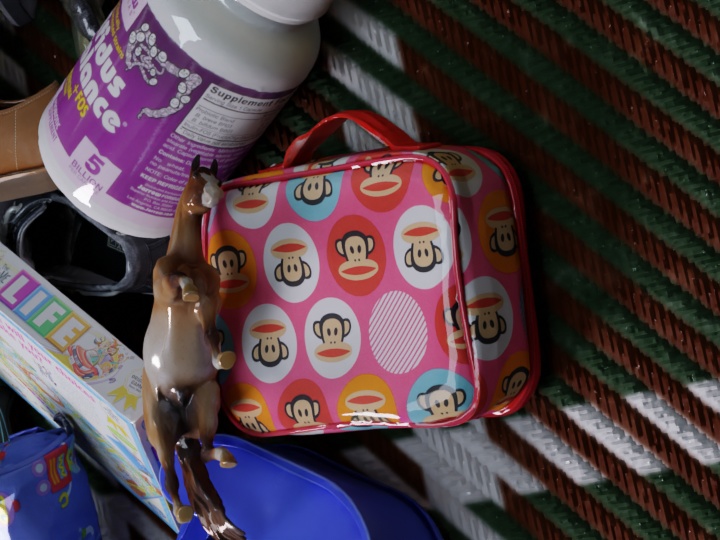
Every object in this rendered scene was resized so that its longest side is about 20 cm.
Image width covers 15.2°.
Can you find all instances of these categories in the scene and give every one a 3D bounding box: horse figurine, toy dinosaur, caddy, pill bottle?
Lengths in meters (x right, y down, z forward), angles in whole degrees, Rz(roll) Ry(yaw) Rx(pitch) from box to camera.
[{"bbox_3d":[-0.092,0.053,1.481,0.133,0.050,0.201,-118,26,-64],"label":"horse figurine"},{"bbox_3d":[-0.161,-0.167,1.622,0.088,0.047,0.201,13,107,53],"label":"toy dinosaur"},{"bbox_3d":[-0.041,0.176,1.545,0.200,0.105,0.142,22,90,36],"label":"caddy"},{"bbox_3d":[-0.092,-0.120,1.526,0.112,0.112,0.200,54,127,20],"label":"pill bottle"}]

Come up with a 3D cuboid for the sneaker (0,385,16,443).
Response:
[{"bbox_3d":[-0.232,0.165,1.712,0.075,0.079,0.201,-20,84,53],"label":"sneaker"}]

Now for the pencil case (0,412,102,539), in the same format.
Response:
[{"bbox_3d":[-0.183,0.189,1.656,0.078,0.087,0.201,-13,106,22],"label":"pencil case"}]

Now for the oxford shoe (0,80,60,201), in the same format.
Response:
[{"bbox_3d":[-0.262,-0.070,1.627,0.199,0.071,0.072,-14,105,7],"label":"oxford shoe"}]

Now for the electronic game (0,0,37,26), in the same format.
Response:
[{"bbox_3d":[-0.248,-0.235,1.605,0.042,0.200,0.200,-30,75,0],"label":"electronic game"}]

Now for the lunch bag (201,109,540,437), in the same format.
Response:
[{"bbox_3d":[0.000,0.000,1.489,0.199,0.082,0.177,-4,95,41],"label":"lunch bag"}]

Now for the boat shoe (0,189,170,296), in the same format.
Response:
[{"bbox_3d":[-0.190,-0.023,1.653,0.200,0.068,0.072,20,109,40],"label":"boat shoe"}]

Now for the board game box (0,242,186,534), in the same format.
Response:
[{"bbox_3d":[-0.176,0.061,1.631,0.200,0.034,0.135,38,160,29],"label":"board game box"}]
